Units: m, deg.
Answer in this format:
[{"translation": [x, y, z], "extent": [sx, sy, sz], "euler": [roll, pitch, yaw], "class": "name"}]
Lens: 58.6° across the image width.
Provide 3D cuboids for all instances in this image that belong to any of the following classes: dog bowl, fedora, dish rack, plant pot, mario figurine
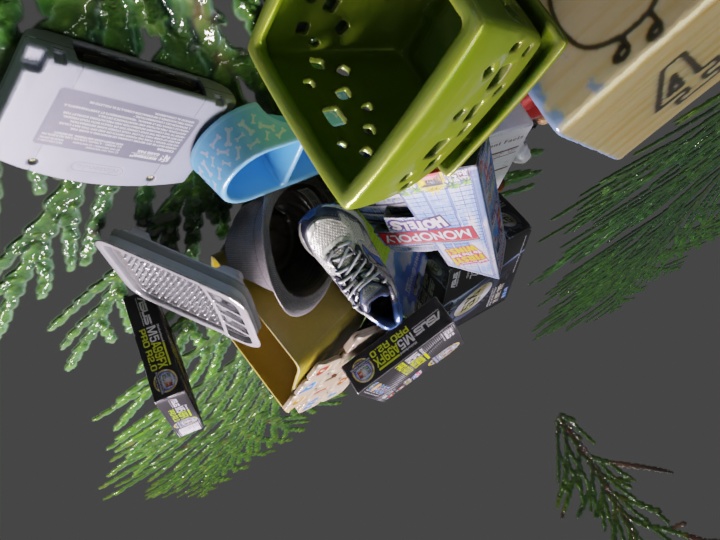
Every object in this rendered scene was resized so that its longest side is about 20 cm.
[{"translation": [-0.082, -0.132, 0.682], "extent": [0.198, 0.050, 0.112], "euler": [-26, 166, -34], "class": "dog bowl"}, {"translation": [-0.103, -0.036, 0.797], "extent": [0.089, 0.180, 0.200], "euler": [-3, -157, 25], "class": "fedora"}, {"translation": [-0.208, 0.017, 0.780], "extent": [0.172, 0.197, 0.044], "euler": [92, 21, -66], "class": "dish rack"}, {"translation": [0.046, -0.196, 0.558], "extent": [0.180, 0.201, 0.200], "euler": [-13, 155, -44], "class": "plant pot"}, {"translation": [0.214, -0.185, 0.870], "extent": [0.104, 0.125, 0.201], "euler": [-17, 156, -11], "class": "mario figurine"}, {"translation": [-0.092, 0.053, 0.954], "extent": [0.175, 0.200, 0.201], "euler": [-34, 163, -25], "class": "plant pot"}]

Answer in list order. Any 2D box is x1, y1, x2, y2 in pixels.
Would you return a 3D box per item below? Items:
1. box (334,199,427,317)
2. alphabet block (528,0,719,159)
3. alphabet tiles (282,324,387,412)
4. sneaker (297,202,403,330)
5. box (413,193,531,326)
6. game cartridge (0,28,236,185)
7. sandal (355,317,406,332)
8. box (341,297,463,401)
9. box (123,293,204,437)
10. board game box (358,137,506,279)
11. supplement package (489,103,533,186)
[{"translation": [0.027, -0.032, 0.889], "extent": [0.047, 0.123, 0.201], "euler": [-2, 142, 31], "class": "box"}, {"translation": [0.270, -0.263, 0.669], "extent": [0.195, 0.197, 0.200], "euler": [-2, 146, -50], "class": "alphabet block"}, {"translation": [-0.020, 0.138, 0.927], "extent": [0.194, 0.015, 0.201], "euler": [-17, 153, -46], "class": "alphabet tiles"}, {"translation": [0.000, 0.000, 0.767], "extent": [0.077, 0.086, 0.200], "euler": [-37, 131, 6], "class": "sneaker"}, {"translation": [0.173, -0.004, 1.053], "extent": [0.162, 0.087, 0.202], "euler": [-25, 148, -20], "class": "box"}, {"translation": [-0.225, -0.133, 0.582], "extent": [0.133, 0.042, 0.198], "euler": [-37, 157, 32], "class": "game cartridge"}, {"translation": [0.037, 0.089, 1.010], "extent": [0.082, 0.055, 0.199], "euler": [-47, 161, 23], "class": "sandal"}, {"translation": [0.069, 0.121, 0.929], "extent": [0.159, 0.045, 0.200], "euler": [-36, 161, 2], "class": "box"}, {"translation": [-0.286, 0.142, 0.945], "extent": [0.044, 0.162, 0.201], "euler": [-19, 156, -15], "class": "box"}, {"translation": [0.088, -0.066, 0.761], "extent": [0.197, 0.062, 0.200], "euler": [-4, 143, 35], "class": "board game box"}, {"translation": [0.115, -0.153, 0.824], "extent": [0.115, 0.118, 0.201], "euler": [-18, 156, -17], "class": "supplement package"}]
